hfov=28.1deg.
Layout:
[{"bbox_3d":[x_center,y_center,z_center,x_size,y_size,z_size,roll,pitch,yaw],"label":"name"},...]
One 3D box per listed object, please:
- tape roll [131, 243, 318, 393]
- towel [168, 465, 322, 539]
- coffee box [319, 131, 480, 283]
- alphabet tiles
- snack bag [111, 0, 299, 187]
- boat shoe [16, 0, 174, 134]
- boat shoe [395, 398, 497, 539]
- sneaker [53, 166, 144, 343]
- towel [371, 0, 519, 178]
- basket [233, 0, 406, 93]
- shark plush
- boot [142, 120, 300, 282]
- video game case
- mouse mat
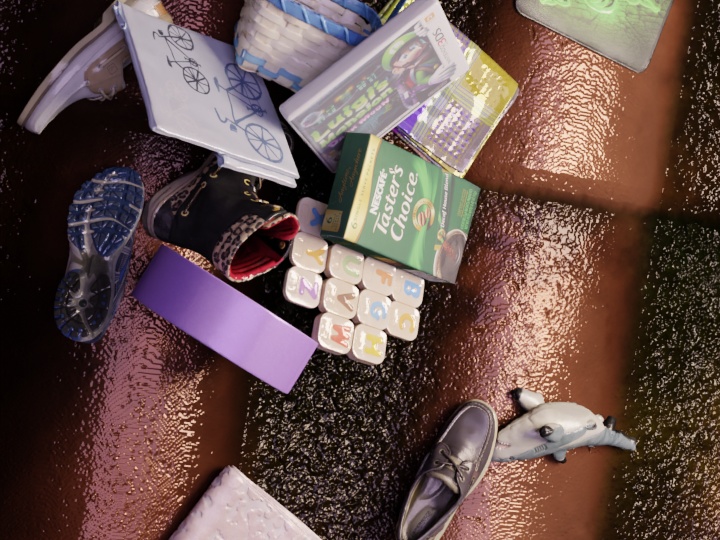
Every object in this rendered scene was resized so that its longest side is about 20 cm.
[{"bbox_3d":[-0.144,0.052,1.531,0.199,0.200,0.066,33,86,-20],"label":"tape roll"},{"bbox_3d":[-0.145,0.358,1.662,0.191,0.032,0.201,41,82,-19],"label":"towel"},{"bbox_3d":[0.047,-0.067,1.619,0.199,0.044,0.125,23,81,-44],"label":"coffee box"},{"bbox_3d":[0.000,0.000,1.630,0.194,0.015,0.203,21,70,-36],"label":"alphabet tiles"},{"bbox_3d":[-0.161,-0.181,1.492,0.199,0.190,0.021,15,133,-43],"label":"snack bag"},{"bbox_3d":[-0.277,-0.213,1.518,0.068,0.075,0.200,43,82,-13],"label":"boat shoe"},{"bbox_3d":[0.102,0.247,1.706,0.071,0.065,0.201,31,88,8],"label":"boat shoe"},{"bbox_3d":[-0.281,-0.014,1.549,0.076,0.085,0.202,14,71,4],"label":"sneaker"},{"bbox_3d":[0.083,-0.217,1.669,0.200,0.023,0.144,40,84,-19],"label":"towel"},{"bbox_3d":[-0.045,-0.294,1.542,0.175,0.140,0.201,26,117,-20],"label":"basket"},{"bbox_3d":[0.250,0.201,1.779,0.198,0.091,0.084,0,120,-36],"label":"shark plush"},{"bbox_3d":[-0.118,-0.074,1.536,0.199,0.150,0.074,-35,135,-25],"label":"boot"},{"bbox_3d":[0.020,-0.198,1.558,0.199,0.182,0.023,-37,69,3],"label":"video game case"},{"bbox_3d":[0.293,-0.348,1.733,0.198,0.008,0.163,21,90,-19],"label":"mouse mat"}]
